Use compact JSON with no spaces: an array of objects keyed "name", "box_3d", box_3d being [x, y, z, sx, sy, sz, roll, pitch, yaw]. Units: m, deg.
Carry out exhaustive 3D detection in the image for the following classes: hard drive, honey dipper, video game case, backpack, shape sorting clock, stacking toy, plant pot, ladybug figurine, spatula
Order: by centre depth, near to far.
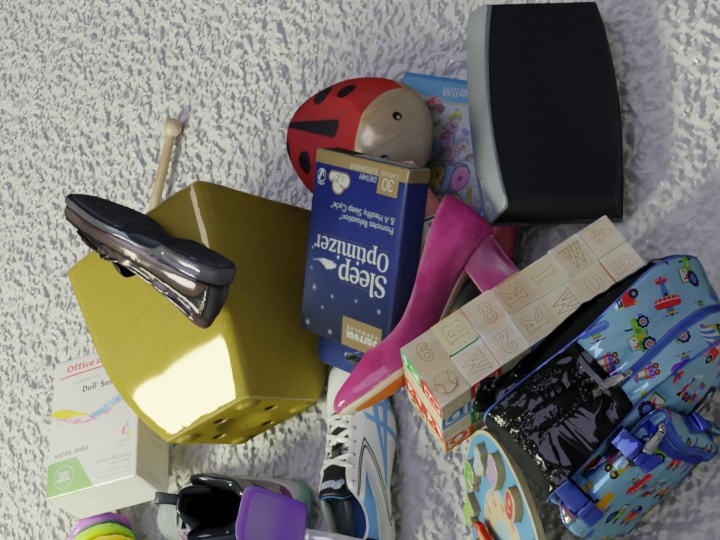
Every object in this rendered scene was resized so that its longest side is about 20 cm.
[{"name":"backpack","box_3d":[0.209,0.091,0.909,0.200,0.182,0.135,-43,64,6]},{"name":"shape sorting clock","box_3d":[0.116,0.227,0.954,0.039,0.201,0.202,-13,64,-8]},{"name":"hard drive","box_3d":[0.162,-0.140,1.039,0.133,0.042,0.203,-2,74,-3]},{"name":"spatula","box_3d":[-0.013,0.241,1.057,0.197,0.021,0.057,15,72,-3]},{"name":"video game case","box_3d":[0.071,-0.085,1.157,0.142,0.018,0.203,16,88,40]},{"name":"ladybug figurine","box_3d":[-0.011,-0.129,1.181,0.199,0.071,0.138,6,81,52]},{"name":"plant pot","box_3d":[-0.141,0.060,1.184,0.194,0.193,0.202,-29,67,29]},{"name":"stacking toy","box_3d":[-0.279,0.303,1.292,0.116,0.110,0.201,-36,46,8]},{"name":"honey dipper","box_3d":[-0.236,-0.080,1.392,0.038,0.038,0.203,5,77,39]}]

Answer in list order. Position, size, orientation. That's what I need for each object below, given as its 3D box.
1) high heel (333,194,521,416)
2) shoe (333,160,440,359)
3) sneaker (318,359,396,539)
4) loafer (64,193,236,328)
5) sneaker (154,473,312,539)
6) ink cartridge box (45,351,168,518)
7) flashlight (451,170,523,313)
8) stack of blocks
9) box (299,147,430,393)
[{"name":"high heel","box_3d":[0.036,0.030,1.004,0.200,0.067,0.096,-42,75,0]},{"name":"shoe","box_3d":[0.017,-0.007,1.122,0.201,0.071,0.092,-55,50,40]},{"name":"sneaker","box_3d":[-0.008,0.178,1.117,0.071,0.072,0.203,-19,66,35]},{"name":"loafer","box_3d":[-0.200,-0.011,1.082,0.198,0.072,0.064,25,106,29]},{"name":"sneaker","box_3d":[-0.160,0.231,1.178,0.198,0.139,0.079,-16,69,34]},{"name":"ink cartridge box","box_3d":[-0.270,0.152,1.296,0.116,0.067,0.202,-17,55,17]},{"name":"flashlight","box_3d":[0.116,-0.021,1.068,0.068,0.067,0.203,166,112,-82]},{"name":"stack of blocks","box_3d":[0.132,0.054,0.971,0.199,0.115,0.059,-32,65,-9]},{"name":"box","box_3d":[0.000,0.000,1.066,0.120,0.032,0.203,17,107,45]}]
